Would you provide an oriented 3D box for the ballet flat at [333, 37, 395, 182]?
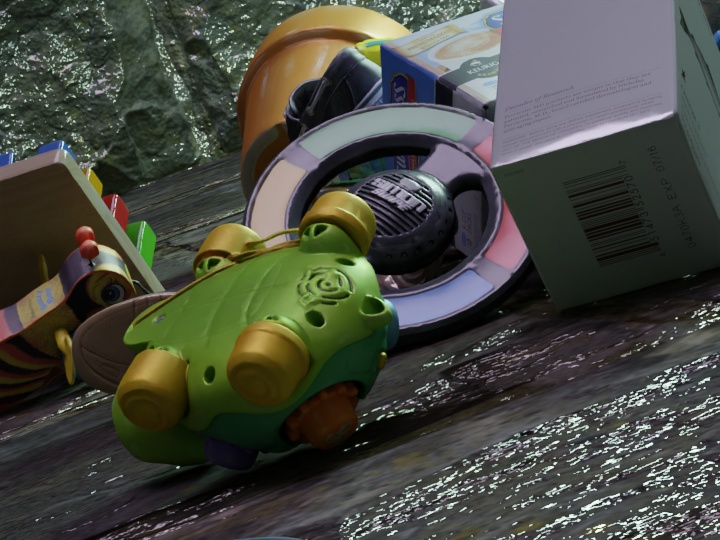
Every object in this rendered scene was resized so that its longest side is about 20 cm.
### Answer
[{"bbox_3d":[-0.010,-0.115,1.985,0.067,0.200,0.067,3,32,-31],"label":"ballet flat"}]

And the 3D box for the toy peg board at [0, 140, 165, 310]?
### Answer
[{"bbox_3d":[-0.270,-0.022,1.802,0.199,0.199,0.098,-16,42,17],"label":"toy peg board"}]

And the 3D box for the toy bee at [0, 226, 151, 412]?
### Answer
[{"bbox_3d":[-0.211,0.019,1.700,0.200,0.109,0.131,-38,42,-18],"label":"toy bee"}]

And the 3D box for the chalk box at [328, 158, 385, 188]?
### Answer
[{"bbox_3d":[0.052,-0.090,1.884,0.200,0.124,0.124,-22,9,-19],"label":"chalk box"}]

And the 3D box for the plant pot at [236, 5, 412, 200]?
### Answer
[{"bbox_3d":[-0.030,-0.122,2.134,0.200,0.201,0.183,-16,23,20],"label":"plant pot"}]

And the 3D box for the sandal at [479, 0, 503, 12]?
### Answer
[{"bbox_3d":[0.191,-0.172,1.881,0.059,0.206,0.079,-53,-3,-12],"label":"sandal"}]

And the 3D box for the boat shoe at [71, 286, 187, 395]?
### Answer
[{"bbox_3d":[-0.090,0.039,1.513,0.199,0.072,0.065,-14,3,5],"label":"boat shoe"}]

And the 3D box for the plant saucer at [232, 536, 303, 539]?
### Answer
[{"bbox_3d":[-0.104,0.153,0.874,0.200,0.027,0.200,-19,8,3],"label":"plant saucer"}]

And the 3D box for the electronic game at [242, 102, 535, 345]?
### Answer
[{"bbox_3d":[0.022,-0.033,1.467,0.199,0.042,0.200,-5,49,6],"label":"electronic game"}]

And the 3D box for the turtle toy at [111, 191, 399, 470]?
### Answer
[{"bbox_3d":[-0.060,0.049,1.219,0.200,0.101,0.146,-16,31,35],"label":"turtle toy"}]

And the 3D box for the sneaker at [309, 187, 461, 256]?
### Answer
[{"bbox_3d":[0.025,-0.035,1.751,0.199,0.079,0.077,-6,10,12],"label":"sneaker"}]

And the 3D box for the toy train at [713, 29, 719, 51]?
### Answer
[{"bbox_3d":[0.257,-0.109,1.573,0.200,0.087,0.114,-13,-36,-35],"label":"toy train"}]

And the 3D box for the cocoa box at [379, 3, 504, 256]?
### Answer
[{"bbox_3d":[0.130,-0.111,1.632,0.200,0.134,0.131,-21,36,-27],"label":"cocoa box"}]

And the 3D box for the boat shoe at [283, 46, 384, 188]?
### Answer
[{"bbox_3d":[-0.025,-0.114,1.728,0.072,0.068,0.200,-49,1,-21],"label":"boat shoe"}]

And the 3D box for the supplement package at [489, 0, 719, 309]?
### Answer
[{"bbox_3d":[0.156,-0.093,1.388,0.117,0.117,0.200,-16,35,19],"label":"supplement package"}]

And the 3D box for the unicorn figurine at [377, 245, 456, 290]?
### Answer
[{"bbox_3d":[0.000,0.000,1.604,0.200,0.074,0.137,-32,15,12],"label":"unicorn figurine"}]

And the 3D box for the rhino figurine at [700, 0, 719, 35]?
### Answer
[{"bbox_3d":[0.277,-0.164,1.654,0.087,0.200,0.060,-41,40,-25],"label":"rhino figurine"}]
